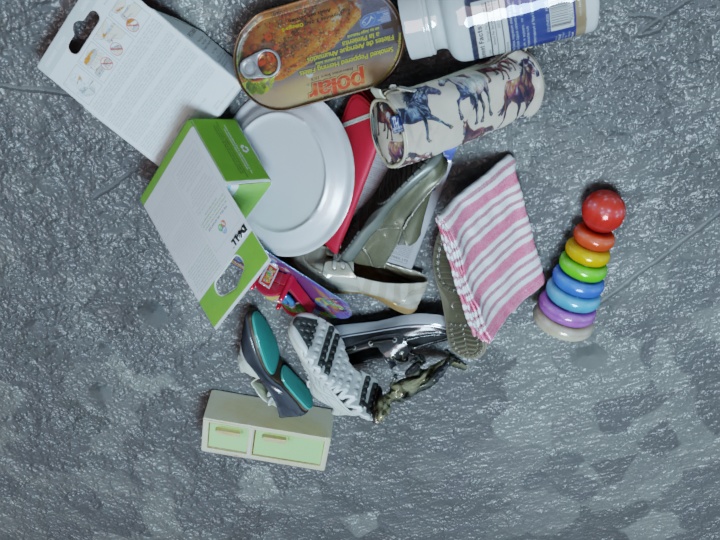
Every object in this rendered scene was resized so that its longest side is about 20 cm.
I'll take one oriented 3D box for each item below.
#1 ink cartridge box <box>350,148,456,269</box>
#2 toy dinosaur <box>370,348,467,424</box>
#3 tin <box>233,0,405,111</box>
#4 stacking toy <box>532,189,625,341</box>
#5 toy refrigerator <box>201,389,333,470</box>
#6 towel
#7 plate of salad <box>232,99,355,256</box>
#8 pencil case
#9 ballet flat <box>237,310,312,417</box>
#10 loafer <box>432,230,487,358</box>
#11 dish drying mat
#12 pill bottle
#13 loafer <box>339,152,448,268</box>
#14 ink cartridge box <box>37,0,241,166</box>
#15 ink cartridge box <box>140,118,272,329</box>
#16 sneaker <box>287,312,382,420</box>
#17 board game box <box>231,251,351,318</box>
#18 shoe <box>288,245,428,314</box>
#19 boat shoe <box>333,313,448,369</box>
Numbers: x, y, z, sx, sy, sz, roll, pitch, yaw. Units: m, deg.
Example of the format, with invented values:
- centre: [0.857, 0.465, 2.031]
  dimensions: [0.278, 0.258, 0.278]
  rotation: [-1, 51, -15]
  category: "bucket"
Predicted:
- centre: [0.040, -0.105, 1.013]
  dimensions: [0.118, 0.042, 0.202]
  rotation: [16, 126, -5]
  category: "ink cartridge box"
- centre: [0.091, 0.145, 1.115]
  dimensions: [0.198, 0.048, 0.089]
  rotation: [-21, 151, -35]
  category: "toy dinosaur"
- centre: [-0.046, -0.247, 0.900]
  dimensions: [0.197, 0.042, 0.114]
  rotation: [-11, 94, 12]
  category: "tin"
- centre: [0.292, -0.010, 1.039]
  dimensions: [0.084, 0.086, 0.202]
  rotation: [10, 121, -3]
  category: "stacking toy"
- centre: [-0.145, 0.253, 1.252]
  dimensions: [0.197, 0.070, 0.077]
  rotation: [11, 125, -3]
  category: "toy refrigerator"
- centre: [0.172, -0.026, 1.006]
  dimensions: [0.030, 0.146, 0.202]
  rotation: [16, 138, 45]
  category: "towel"
- centre: [-0.089, -0.119, 0.973]
  dimensions: [0.198, 0.048, 0.203]
  rotation: [5, 100, 29]
  category: "plate of salad"
- centre: [0.108, -0.186, 0.886]
  dimensions: [0.198, 0.078, 0.090]
  rotation: [-23, 127, -16]
  category: "pencil case"
- centre: [-0.141, 0.147, 1.182]
  dimensions: [0.072, 0.073, 0.201]
  rotation: [-18, 123, 16]
  category: "ballet flat"
- centre: [0.142, 0.015, 1.073]
  dimensions: [0.075, 0.068, 0.203]
  rotation: [3, 109, 20]
  category: "loafer"
- centre: [-0.019, -0.122, 0.978]
  dimensions: [0.018, 0.077, 0.202]
  rotation: [-7, 135, -36]
  category: "dish drying mat"
- centre: [0.142, -0.285, 0.839]
  dimensions: [0.197, 0.112, 0.112]
  rotation: [-10, 123, 11]
  category: "pill bottle"
- centre: [0.050, -0.075, 0.972]
  dimensions: [0.069, 0.076, 0.200]
  rotation: [27, 132, -18]
  category: "loafer"
- centre: [-0.256, -0.235, 0.946]
  dimensions: [0.199, 0.047, 0.160]
  rotation: [39, 119, -16]
  category: "ink cartridge box"
- centre: [-0.164, -0.056, 0.950]
  dimensions: [0.148, 0.075, 0.201]
  rotation: [-46, 69, 37]
  category: "ink cartridge box"
- centre: [-0.049, 0.138, 1.088]
  dimensions: [0.080, 0.076, 0.201]
  rotation: [-9, 130, 34]
  category: "sneaker"
- centre: [-0.109, 0.029, 1.057]
  dimensions: [0.199, 0.039, 0.158]
  rotation: [34, 162, -18]
  category: "board game box"
- centre: [0.000, 0.000, 1.070]
  dimensions: [0.198, 0.071, 0.054]
  rotation: [19, 133, -20]
  category: "shoe"
- centre: [0.037, 0.107, 1.126]
  dimensions: [0.197, 0.067, 0.070]
  rotation: [-6, 156, 10]
  category: "boat shoe"
